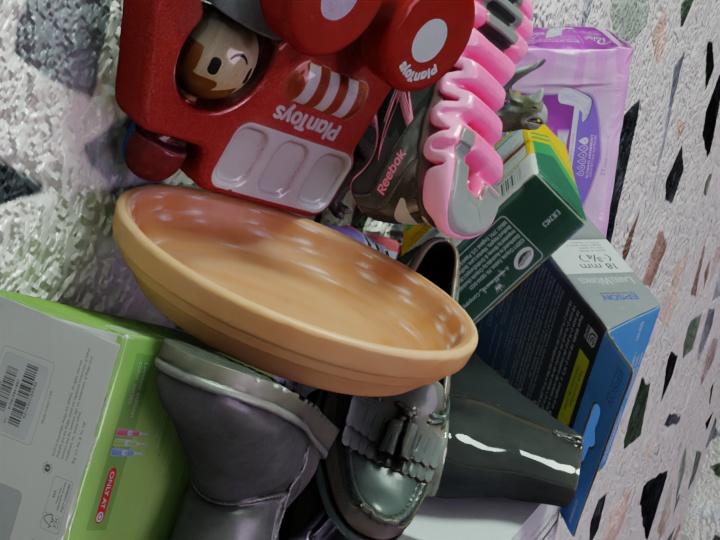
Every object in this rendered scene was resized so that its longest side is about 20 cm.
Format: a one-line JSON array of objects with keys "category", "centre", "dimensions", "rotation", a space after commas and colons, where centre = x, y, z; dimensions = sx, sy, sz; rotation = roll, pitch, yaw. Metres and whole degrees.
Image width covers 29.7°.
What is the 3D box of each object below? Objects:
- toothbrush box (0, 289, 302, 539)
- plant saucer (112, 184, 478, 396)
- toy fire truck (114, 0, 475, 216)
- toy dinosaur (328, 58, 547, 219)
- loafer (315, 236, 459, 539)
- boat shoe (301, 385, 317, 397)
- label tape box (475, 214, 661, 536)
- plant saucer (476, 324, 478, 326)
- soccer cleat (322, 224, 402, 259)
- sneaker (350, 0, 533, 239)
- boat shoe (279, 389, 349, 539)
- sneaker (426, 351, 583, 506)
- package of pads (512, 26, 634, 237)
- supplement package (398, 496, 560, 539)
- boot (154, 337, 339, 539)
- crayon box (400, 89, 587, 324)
[{"category": "toothbrush box", "centre": [-0.121, 0.102, 0.706], "dimensions": [0.200, 0.085, 0.148], "rotation": [20, 86, -65]}, {"category": "plant saucer", "centre": [-0.036, 0.012, 0.703], "dimensions": [0.200, 0.199, 0.038], "rotation": [-9, 124, -63]}, {"category": "toy fire truck", "centre": [-0.047, -0.112, 0.711], "dimensions": [0.199, 0.112, 0.169], "rotation": [10, 115, -54]}, {"category": "toy dinosaur", "centre": [0.019, -0.091, 0.881], "dimensions": [0.197, 0.077, 0.104], "rotation": [-4, 111, -20]}, {"category": "loafer", "centre": [0.020, 0.059, 0.769], "dimensions": [0.063, 0.071, 0.201], "rotation": [-50, -160, 40]}, {"category": "boat shoe", "centre": [-0.038, 0.072, 0.892], "dimensions": [0.069, 0.072, 0.200], "rotation": [-51, 165, 0]}, {"category": "label tape box", "centre": [0.154, 0.066, 0.970], "dimensions": [0.062, 0.201, 0.146], "rotation": [-1, 124, -21]}, {"category": "plant saucer", "centre": [0.111, 0.055, 1.107], "dimensions": [0.198, 0.037, 0.202], "rotation": [-18, 133, -20]}, {"category": "soccer cleat", "centre": [0.000, 0.000, 0.946], "dimensions": [0.200, 0.066, 0.078], "rotation": [45, 43, -61]}, {"category": "sneaker", "centre": [0.043, -0.115, 0.809], "dimensions": [0.079, 0.094, 0.202], "rotation": [36, 61, -46]}, {"category": "boat shoe", "centre": [-0.012, 0.103, 0.803], "dimensions": [0.066, 0.074, 0.201], "rotation": [49, 49, -30]}, {"category": "sneaker", "centre": [0.085, 0.098, 0.912], "dimensions": [0.201, 0.105, 0.076], "rotation": [-88, -169, -65]}, {"category": "package of pads", "centre": [0.148, -0.098, 1.119], "dimensions": [0.076, 0.119, 0.203], "rotation": [-118, -151, -62]}, {"category": "supplement package", "centre": [0.015, 0.180, 0.908], "dimensions": [0.155, 0.198, 0.112], "rotation": [-25, 128, -61]}, {"category": "boot", "centre": [-0.082, 0.147, 0.649], "dimensions": [0.202, 0.072, 0.182], "rotation": [-63, 153, -11]}, {"category": "crayon box", "centre": [0.088, -0.041, 0.943], "dimensions": [0.126, 0.052, 0.200], "rotation": [-44, -166, 18]}]
